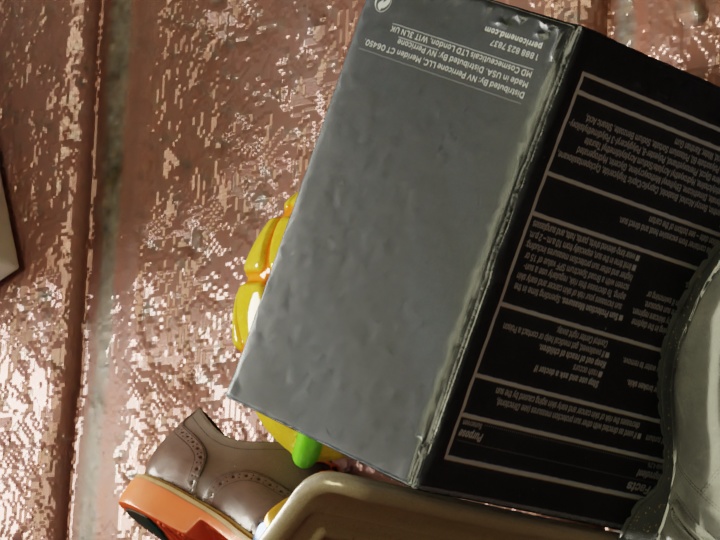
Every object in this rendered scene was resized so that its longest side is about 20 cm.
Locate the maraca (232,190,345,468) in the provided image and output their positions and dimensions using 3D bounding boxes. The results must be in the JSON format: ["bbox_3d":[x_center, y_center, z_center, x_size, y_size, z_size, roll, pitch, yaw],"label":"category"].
[{"bbox_3d":[0.000,0.000,1.343,0.137,0.107,0.201,-80,5,-65],"label":"maraca"}]

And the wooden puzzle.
[{"bbox_3d":[-0.005,0.160,1.259,0.200,0.185,0.046,-50,46,25],"label":"wooden puzzle"}]

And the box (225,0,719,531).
[{"bbox_3d":[0.071,-0.004,1.242,0.123,0.200,0.199,21,93,40],"label":"box"}]

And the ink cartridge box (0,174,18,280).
[{"bbox_3d":[-0.281,-0.083,1.585,0.084,0.145,0.201,-29,63,31],"label":"ink cartridge box"}]

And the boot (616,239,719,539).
[{"bbox_3d":[0.182,0.090,1.205,0.132,0.070,0.201,26,108,52],"label":"boot"}]

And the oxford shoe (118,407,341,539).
[{"bbox_3d":[-0.025,0.121,1.380,0.200,0.071,0.073,22,72,30],"label":"oxford shoe"}]
